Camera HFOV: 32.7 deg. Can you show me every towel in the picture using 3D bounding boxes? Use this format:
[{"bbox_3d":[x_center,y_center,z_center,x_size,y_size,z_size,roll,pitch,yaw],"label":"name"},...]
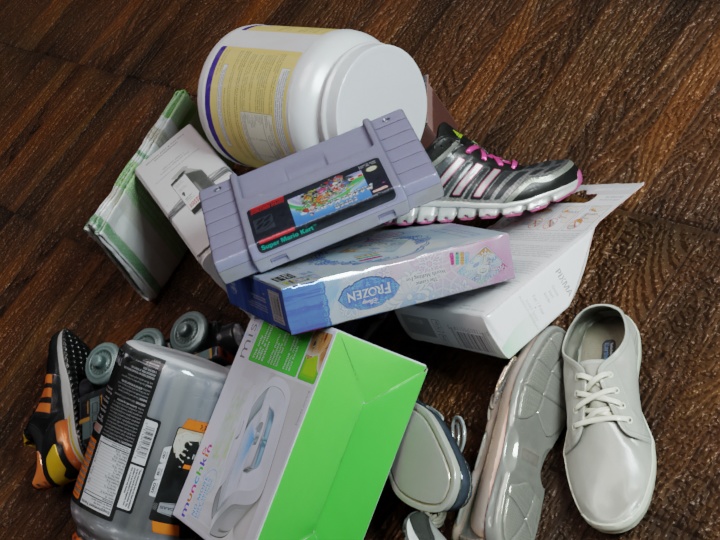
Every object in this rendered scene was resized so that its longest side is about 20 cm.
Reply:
[{"bbox_3d":[-0.223,-0.084,1.385,0.031,0.149,0.200,14,63,27],"label":"towel"}]

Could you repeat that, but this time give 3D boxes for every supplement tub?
[{"bbox_3d":[-0.048,-0.164,1.204,0.200,0.145,0.146,14,65,43],"label":"supplement tub"},{"bbox_3d":[-0.191,0.175,1.128,0.122,0.122,0.201,17,89,45],"label":"supplement tub"}]

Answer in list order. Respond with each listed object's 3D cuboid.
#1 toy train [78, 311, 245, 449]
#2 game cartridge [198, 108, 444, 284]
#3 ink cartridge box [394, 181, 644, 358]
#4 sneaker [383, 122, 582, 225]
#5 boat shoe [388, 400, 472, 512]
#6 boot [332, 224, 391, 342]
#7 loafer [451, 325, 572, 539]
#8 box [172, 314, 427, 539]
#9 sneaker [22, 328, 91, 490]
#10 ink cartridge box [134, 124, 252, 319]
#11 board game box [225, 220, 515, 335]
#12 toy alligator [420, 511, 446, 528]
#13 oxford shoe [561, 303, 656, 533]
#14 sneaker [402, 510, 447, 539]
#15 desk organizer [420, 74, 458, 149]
[{"bbox_3d":[-0.200,0.120,1.250,0.199,0.085,0.114,-20,59,19],"label":"toy train"},{"bbox_3d":[-0.038,-0.066,1.050,0.199,0.038,0.130,-22,31,0],"label":"game cartridge"},{"bbox_3d":[0.145,-0.005,1.091,0.200,0.050,0.161,-36,18,-21],"label":"ink cartridge box"},{"bbox_3d":[0.099,-0.093,1.115,0.199,0.088,0.074,-5,9,10],"label":"sneaker"},{"bbox_3d":[0.048,0.147,1.018,0.075,0.062,0.200,-67,26,2],"label":"boat shoe"},{"bbox_3d":[0.010,-0.006,1.211,0.090,0.073,0.200,24,74,32],"label":"boot"},{"bbox_3d":[0.120,0.135,0.997,0.063,0.072,0.201,-7,54,42],"label":"loafer"},{"bbox_3d":[-0.054,0.146,1.033,0.176,0.096,0.201,12,79,62],"label":"box"},{"bbox_3d":[-0.331,0.148,1.328,0.090,0.070,0.200,-31,44,9],"label":"sneaker"},{"bbox_3d":[-0.136,-0.043,1.284,0.083,0.147,0.200,-40,42,-2],"label":"ink cartridge box"},{"bbox_3d":[0.000,0.000,1.062,0.198,0.044,0.200,-15,11,-18],"label":"board game box"},{"bbox_3d":[0.025,0.265,0.971,0.054,0.059,0.200,-52,8,42],"label":"toy alligator"},{"bbox_3d":[0.191,0.110,0.970,0.075,0.058,0.201,-12,51,25],"label":"oxford shoe"},{"bbox_3d":[0.101,0.251,0.904,0.079,0.074,0.200,-35,55,-13],"label":"sneaker"},{"bbox_3d":[0.000,-0.123,1.300,0.199,0.077,0.072,-19,46,24],"label":"desk organizer"}]
